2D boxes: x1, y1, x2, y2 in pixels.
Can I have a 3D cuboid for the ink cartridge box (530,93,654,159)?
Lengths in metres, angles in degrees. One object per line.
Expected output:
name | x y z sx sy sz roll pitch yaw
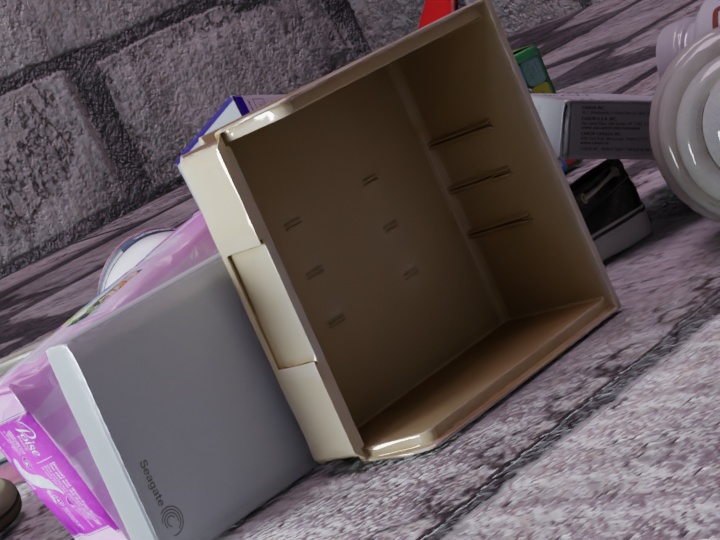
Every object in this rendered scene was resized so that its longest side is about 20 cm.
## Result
ink cartridge box | 0.194 -0.106 1.220 0.198 0.044 0.173 -1 10 -21

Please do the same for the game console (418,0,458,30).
game console | 0.105 -0.161 1.404 0.119 0.172 0.200 -56 -6 -18

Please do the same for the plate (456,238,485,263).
plate | -0.012 -0.010 1.142 0.200 0.032 0.199 -41 40 -9

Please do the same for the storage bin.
storage bin | 0.024 -0.022 0.964 0.093 0.201 0.198 -16 12 47

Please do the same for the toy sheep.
toy sheep | 0.241 -0.093 1.038 0.137 0.139 0.200 -22 -3 9

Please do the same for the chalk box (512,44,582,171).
chalk box | 0.115 -0.128 1.592 0.123 0.125 0.199 -28 11 -36

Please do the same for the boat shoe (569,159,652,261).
boat shoe | 0.109 -0.015 1.145 0.199 0.064 0.071 -29 10 -29

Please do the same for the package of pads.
package of pads | -0.113 0.061 0.980 0.200 0.121 0.075 -44 12 -35

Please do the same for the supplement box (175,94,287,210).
supplement box | -0.047 -0.091 1.521 0.199 0.104 0.101 -9 -26 -46

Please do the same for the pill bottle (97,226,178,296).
pill bottle | -0.154 0.026 1.396 0.119 0.120 0.200 -25 8 -9

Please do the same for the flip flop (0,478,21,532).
flip flop | -0.269 0.164 1.100 0.081 0.058 0.200 -23 9 5

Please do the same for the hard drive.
hard drive | -0.067 0.060 0.946 0.199 0.133 0.027 -31 12 -40

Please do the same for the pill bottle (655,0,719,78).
pill bottle | 0.349 -0.192 1.396 0.199 0.113 0.112 -16 12 42

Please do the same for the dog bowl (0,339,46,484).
dog bowl | -0.282 0.119 1.355 0.199 0.074 0.200 -24 8 4
